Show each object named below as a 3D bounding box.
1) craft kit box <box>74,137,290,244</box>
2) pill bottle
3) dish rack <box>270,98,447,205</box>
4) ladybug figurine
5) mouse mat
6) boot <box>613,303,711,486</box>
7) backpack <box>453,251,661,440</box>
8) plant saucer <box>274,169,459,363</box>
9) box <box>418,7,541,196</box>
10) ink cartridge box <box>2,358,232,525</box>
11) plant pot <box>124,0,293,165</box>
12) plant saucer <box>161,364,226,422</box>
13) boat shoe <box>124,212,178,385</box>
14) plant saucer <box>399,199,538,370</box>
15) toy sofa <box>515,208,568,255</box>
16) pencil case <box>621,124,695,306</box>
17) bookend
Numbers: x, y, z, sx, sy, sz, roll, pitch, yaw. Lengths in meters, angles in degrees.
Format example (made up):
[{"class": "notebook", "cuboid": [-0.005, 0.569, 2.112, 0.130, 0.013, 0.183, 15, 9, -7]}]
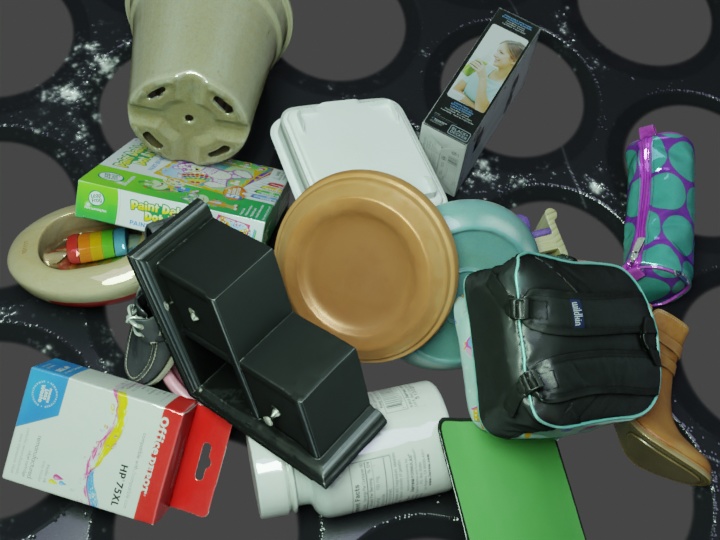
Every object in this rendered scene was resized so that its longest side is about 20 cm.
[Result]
[{"class": "craft kit box", "cuboid": [-0.184, -0.085, 1.083, 0.195, 0.049, 0.200, 10, 20, 0]}, {"class": "pill bottle", "cuboid": [-0.011, 0.186, 0.998, 0.198, 0.115, 0.115, -10, 66, -11]}, {"class": "dish rack", "cuboid": [0.002, -0.119, 1.096, 0.170, 0.044, 0.201, -10, 55, -20]}, {"class": "ladybug figurine", "cuboid": [-0.280, -0.014, 1.079, 0.197, 0.072, 0.137, -6, 49, 0]}, {"class": "mouse mat", "cuboid": [0.157, 0.226, 0.988, 0.199, 0.008, 0.163, 10, 58, -44]}, {"class": "boot", "cuboid": [0.323, 0.128, 1.088, 0.199, 0.077, 0.156, 32, 65, 20]}, {"class": "backpack", "cuboid": [0.198, 0.077, 0.987, 0.198, 0.153, 0.178, -1, 75, -28]}, {"class": "plant saucer", "cuboid": [0.000, 0.000, 1.004, 0.198, 0.037, 0.203, 4, 103, 17]}, {"class": "box", "cuboid": [0.141, -0.204, 1.198, 0.060, 0.117, 0.201, 29, 67, 11]}, {"class": "ink cartridge box", "cuboid": [-0.238, 0.174, 0.985, 0.198, 0.067, 0.118, 16, 93, 2]}, {"class": "plant pot", "cuboid": [-0.181, -0.230, 1.111, 0.198, 0.201, 0.185, 5, 52, -3]}, {"class": "plant saucer", "cuboid": [-0.127, 0.072, 1.076, 0.198, 0.051, 0.203, 3, 64, -5]}, {"class": "boat shoe", "cuboid": [-0.211, 0.032, 0.984, 0.062, 0.201, 0.073, -5, 38, -45]}, {"class": "plant saucer", "cuboid": [0.107, 0.023, 1.055, 0.198, 0.202, 0.027, -14, 28, -12]}, {"class": "toy sofa", "cuboid": [0.126, -0.019, 1.126, 0.198, 0.083, 0.099, -13, 68, -11]}, {"class": "pencil case", "cuboid": [0.350, -0.064, 1.166, 0.092, 0.085, 0.202, 34, 55, -37]}, {"class": "bookend", "cuboid": [-0.091, 0.066, 0.907, 0.199, 0.200, 0.092, 27, 56, 34]}]
